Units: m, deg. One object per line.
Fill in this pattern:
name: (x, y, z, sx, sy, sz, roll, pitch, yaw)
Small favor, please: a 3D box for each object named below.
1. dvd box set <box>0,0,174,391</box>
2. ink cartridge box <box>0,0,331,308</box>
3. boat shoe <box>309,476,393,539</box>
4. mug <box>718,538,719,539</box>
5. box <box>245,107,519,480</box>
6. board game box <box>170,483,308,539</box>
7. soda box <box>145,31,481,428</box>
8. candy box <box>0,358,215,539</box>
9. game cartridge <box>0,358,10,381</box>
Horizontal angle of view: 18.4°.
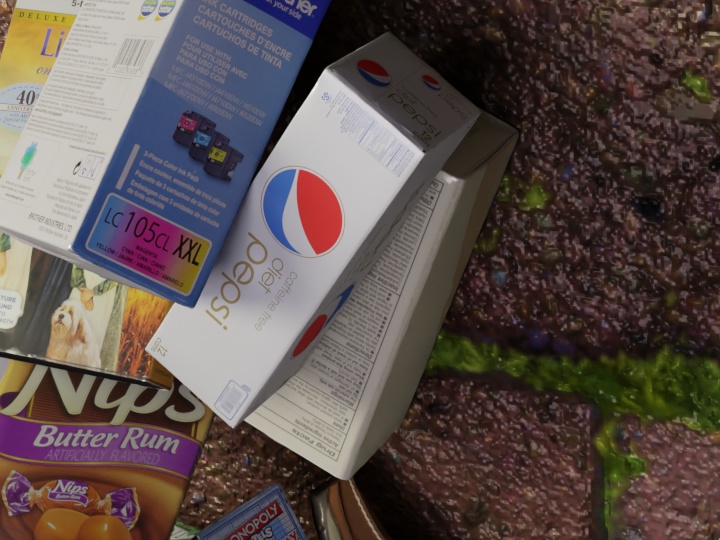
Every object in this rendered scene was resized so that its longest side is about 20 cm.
dvd box set: (-0.144, -0.046, 1.197, 0.146, 0.029, 0.201, 11, 80, 24)
ink cartridge box: (-0.095, -0.093, 1.099, 0.136, 0.076, 0.201, 16, 82, 61)
boat shoe: (0.037, 0.202, 1.261, 0.074, 0.076, 0.201, -27, 95, -6)
mug: (0.233, 0.227, 1.129, 0.199, 0.148, 0.176, 18, 131, -15)
box: (0.000, 0.000, 1.178, 0.095, 0.078, 0.201, 31, 124, 13)
board game box: (-0.064, 0.209, 1.288, 0.200, 0.062, 0.201, 15, 129, 54)
soda box: (-0.026, -0.017, 1.094, 0.064, 0.068, 0.200, 41, 124, 7)
candy box: (-0.147, 0.097, 1.213, 0.116, 0.201, 0.057, 19, 142, -2)
game cartridge: (-0.213, -0.019, 1.317, 0.129, 0.038, 0.201, 16, 119, 27)
